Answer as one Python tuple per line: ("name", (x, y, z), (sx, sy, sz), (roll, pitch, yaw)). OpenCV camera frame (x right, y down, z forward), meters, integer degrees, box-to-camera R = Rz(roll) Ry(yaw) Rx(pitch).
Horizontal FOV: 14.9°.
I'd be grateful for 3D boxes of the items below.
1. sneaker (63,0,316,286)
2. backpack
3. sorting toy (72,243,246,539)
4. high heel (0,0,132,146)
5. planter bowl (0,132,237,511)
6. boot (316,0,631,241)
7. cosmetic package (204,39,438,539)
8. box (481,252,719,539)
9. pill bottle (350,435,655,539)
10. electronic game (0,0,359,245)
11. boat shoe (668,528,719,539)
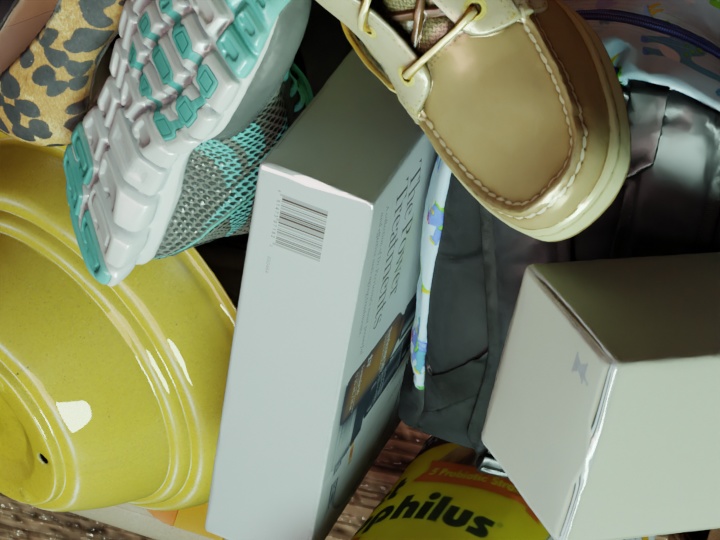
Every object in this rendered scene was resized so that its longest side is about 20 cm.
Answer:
("sneaker", (-0.049, -0.067, 1.069), (0.200, 0.091, 0.078), (-51, 53, 55))
("backpack", (0.097, -0.022, 1.049), (0.163, 0.154, 0.200), (11, 147, 16))
("sorting toy", (-0.122, 0.055, 1.317), (0.185, 0.036, 0.200), (14, 129, 24))
("high heel", (-0.135, -0.128, 1.087), (0.142, 0.071, 0.200), (-11, 133, 23))
("planter bowl", (-0.137, 0.043, 1.209), (0.200, 0.083, 0.201), (33, 144, 28))
("boot", (0.000, -0.104, 0.925), (0.073, 0.155, 0.200), (-40, 56, 22))
("cosmetic package", (0.000, 0.000, 1.112), (0.052, 0.151, 0.200), (20, 132, 11))
("box", (0.150, 0.040, 0.982), (0.068, 0.200, 0.082), (53, 137, 49))
("pill bottle", (0.052, 0.128, 1.140), (0.109, 0.200, 0.109), (18, 131, 22))
("electronic game", (-0.091, -0.097, 1.178), (0.200, 0.042, 0.200), (12, 129, 16))
("boat shoe", (0.169, 0.113, 1.105), (0.068, 0.072, 0.200), (65, 164, 3))
